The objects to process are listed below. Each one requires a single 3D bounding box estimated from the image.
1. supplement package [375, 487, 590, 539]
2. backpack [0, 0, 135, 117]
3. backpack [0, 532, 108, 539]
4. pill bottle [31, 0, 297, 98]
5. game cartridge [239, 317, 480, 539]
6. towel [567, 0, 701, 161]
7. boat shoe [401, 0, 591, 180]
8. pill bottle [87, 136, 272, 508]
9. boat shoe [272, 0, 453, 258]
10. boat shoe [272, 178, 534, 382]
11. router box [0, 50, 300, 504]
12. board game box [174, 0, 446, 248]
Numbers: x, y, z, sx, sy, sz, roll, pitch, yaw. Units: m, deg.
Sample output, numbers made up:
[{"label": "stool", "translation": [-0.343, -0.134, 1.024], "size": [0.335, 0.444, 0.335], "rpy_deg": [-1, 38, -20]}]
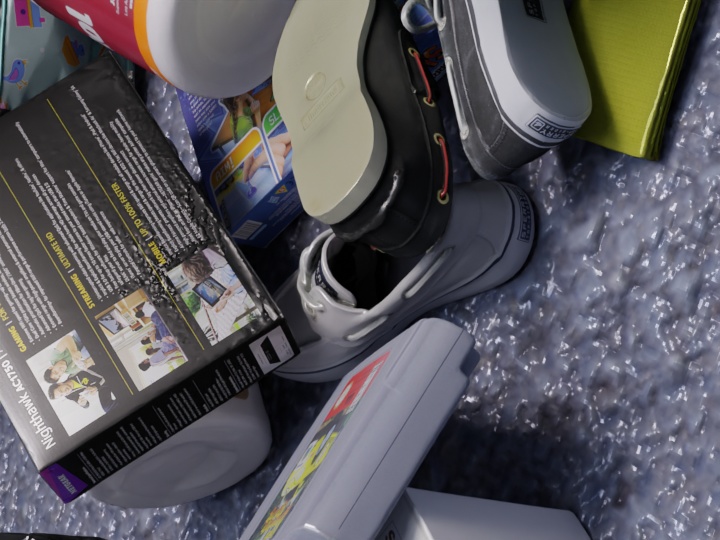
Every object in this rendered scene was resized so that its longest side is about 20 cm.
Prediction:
[{"label": "supplement package", "translation": [0.030, 0.214, 0.984], "size": [0.200, 0.116, 0.118], "rpy_deg": [-53, 45, 26]}, {"label": "backpack", "translation": [-0.232, -0.156, 1.340], "size": [0.175, 0.153, 0.202], "rpy_deg": [-5, 87, 46]}, {"label": "backpack", "translation": [-0.195, 0.254, 1.227], "size": [0.167, 0.126, 0.202], "rpy_deg": [-15, 71, 58]}, {"label": "pill bottle", "translation": [-0.126, -0.181, 1.181], "size": [0.200, 0.113, 0.114], "rpy_deg": [32, 106, 39]}, {"label": "game cartridge", "translation": [-0.010, 0.099, 1.017], "size": [0.134, 0.041, 0.200], "rpy_deg": [-61, 5, -17]}, {"label": "towel", "translation": [0.141, -0.157, 1.019], "size": [0.086, 0.018, 0.202], "rpy_deg": [26, 102, 54]}, {"label": "boat shoe", "translation": [0.063, -0.135, 1.055], "size": [0.068, 0.073, 0.201], "rpy_deg": [-40, 51, 39]}, {"label": "pill bottle", "translation": [-0.124, 0.024, 1.207], "size": [0.111, 0.110, 0.201], "rpy_deg": [-39, 54, 36]}, {"label": "boat shoe", "translation": [0.002, -0.085, 1.065], "size": [0.074, 0.063, 0.202], "rpy_deg": [-42, 35, 27]}, {"label": "boat shoe", "translation": [0.000, 0.000, 1.105], "size": [0.200, 0.065, 0.074], "rpy_deg": [-34, 57, 39]}, {"label": "router box", "translation": [-0.145, -0.001, 1.129], "size": [0.149, 0.051, 0.201], "rpy_deg": [-31, 63, -6]}, {"label": "board game box", "translation": [-0.025, -0.125, 1.184], "size": [0.200, 0.034, 0.136], "rpy_deg": [-42, 53, 34]}]
